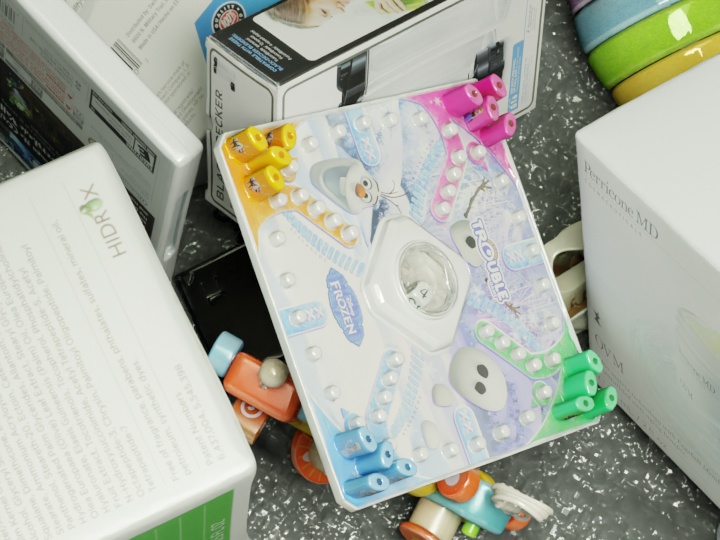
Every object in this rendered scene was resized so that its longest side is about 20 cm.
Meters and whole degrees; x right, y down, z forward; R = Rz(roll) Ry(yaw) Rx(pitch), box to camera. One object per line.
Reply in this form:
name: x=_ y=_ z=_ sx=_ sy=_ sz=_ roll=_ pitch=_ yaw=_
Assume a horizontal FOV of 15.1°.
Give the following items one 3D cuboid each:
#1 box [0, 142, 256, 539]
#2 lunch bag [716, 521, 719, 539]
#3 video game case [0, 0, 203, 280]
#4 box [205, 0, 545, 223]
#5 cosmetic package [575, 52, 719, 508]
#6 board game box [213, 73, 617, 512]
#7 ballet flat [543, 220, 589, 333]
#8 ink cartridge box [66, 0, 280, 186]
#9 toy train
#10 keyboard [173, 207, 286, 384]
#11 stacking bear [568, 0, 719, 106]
box: x=-0.170 y=0.078 z=1.429 sx=0.171 sy=0.199 sz=0.200 roll=-23 pitch=75 yaw=-11
lunch bag: x=0.296 y=0.173 z=1.500 sx=0.199 sy=0.076 sz=0.161 roll=-6 pitch=70 yaw=-7
video game case: x=-0.167 y=-0.095 z=1.495 sx=0.023 sy=0.182 sz=0.200 roll=-40 pitch=79 yaw=-22
box: x=0.009 y=-0.106 z=1.483 sx=0.200 sy=0.117 sz=0.060 roll=-28 pitch=50 yaw=-32
cosmetic package: x=0.220 y=0.025 z=1.437 sx=0.123 sy=0.200 sz=0.199 roll=-28 pitch=49 yaw=-19
board game box: x=0.035 y=0.005 z=1.410 sx=0.200 sy=0.026 sz=0.200 roll=-15 pitch=83 yaw=-43
ballet flat: x=0.094 y=0.017 z=1.536 sx=0.200 sy=0.064 sz=0.067 roll=-30 pitch=47 yaw=-14
ink cartridge box: x=-0.125 y=-0.165 z=1.538 sx=0.200 sy=0.086 sz=0.146 roll=46 pitch=114 yaw=12
toy train: x=0.002 y=0.104 z=1.466 sx=0.200 sy=0.150 sz=0.056 roll=29 pitch=87 yaw=1
keyboard: x=-0.005 y=-0.013 z=1.557 sx=0.200 sy=0.040 sz=0.104 roll=-25 pitch=71 yaw=0
stacking bear: x=0.193 y=-0.123 z=1.573 sx=0.121 sy=0.114 sz=0.200 roll=-18 pitch=82 yaw=-54
